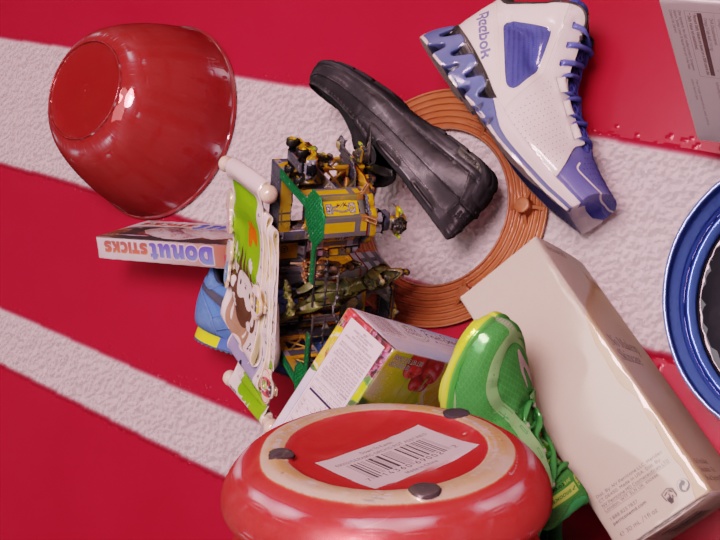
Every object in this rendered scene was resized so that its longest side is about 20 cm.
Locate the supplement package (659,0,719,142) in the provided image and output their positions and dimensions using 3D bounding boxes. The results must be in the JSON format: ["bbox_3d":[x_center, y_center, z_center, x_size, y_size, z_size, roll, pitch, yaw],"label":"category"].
[{"bbox_3d":[0.308,-0.165,0.609,0.199,0.151,0.153,15,71,34],"label":"supplement package"}]

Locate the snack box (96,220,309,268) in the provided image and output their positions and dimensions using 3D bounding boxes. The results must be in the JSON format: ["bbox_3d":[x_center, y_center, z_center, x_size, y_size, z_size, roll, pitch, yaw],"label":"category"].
[{"bbox_3d":[-0.146,-0.024,0.941,0.198,0.072,0.025,4,106,33],"label":"snack box"}]

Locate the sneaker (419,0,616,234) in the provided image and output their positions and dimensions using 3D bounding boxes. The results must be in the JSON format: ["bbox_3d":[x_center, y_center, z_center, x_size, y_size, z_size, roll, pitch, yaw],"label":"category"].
[{"bbox_3d":[0.140,-0.137,0.768,0.115,0.081,0.200,-37,68,8],"label":"sneaker"}]

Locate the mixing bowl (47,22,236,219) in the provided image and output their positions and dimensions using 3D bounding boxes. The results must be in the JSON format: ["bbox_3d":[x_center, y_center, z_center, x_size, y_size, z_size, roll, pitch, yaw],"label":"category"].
[{"bbox_3d":[-0.230,-0.159,1.003,0.199,0.108,0.202,-7,77,32],"label":"mixing bowl"}]

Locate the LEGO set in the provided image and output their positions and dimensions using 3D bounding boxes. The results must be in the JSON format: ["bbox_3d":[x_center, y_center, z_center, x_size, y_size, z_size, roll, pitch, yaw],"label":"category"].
[{"bbox_3d":[0.000,0.000,0.768,0.154,0.115,0.202,-141,50,-61],"label":"LEGO set"}]

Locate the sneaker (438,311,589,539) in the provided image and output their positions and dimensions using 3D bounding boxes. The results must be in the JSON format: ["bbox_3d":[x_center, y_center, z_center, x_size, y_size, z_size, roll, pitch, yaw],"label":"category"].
[{"bbox_3d":[0.103,0.119,0.644,0.083,0.074,0.202,5,113,42],"label":"sneaker"}]

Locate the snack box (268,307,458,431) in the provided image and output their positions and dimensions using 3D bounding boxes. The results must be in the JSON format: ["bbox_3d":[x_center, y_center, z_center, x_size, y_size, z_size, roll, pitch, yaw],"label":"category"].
[{"bbox_3d":[0.023,0.112,0.727,0.053,0.199,0.143,41,103,34],"label":"snack box"}]

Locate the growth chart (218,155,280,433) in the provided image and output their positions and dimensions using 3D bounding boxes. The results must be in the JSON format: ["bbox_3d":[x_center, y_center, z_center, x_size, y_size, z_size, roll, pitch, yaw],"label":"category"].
[{"bbox_3d":[-0.088,0.013,0.808,0.144,0.018,0.202,-161,70,-65],"label":"growth chart"}]

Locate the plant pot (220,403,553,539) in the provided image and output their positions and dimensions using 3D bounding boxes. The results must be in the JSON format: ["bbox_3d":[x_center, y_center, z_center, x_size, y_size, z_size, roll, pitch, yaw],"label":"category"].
[{"bbox_3d":[0.013,0.180,0.567,0.199,0.200,0.185,6,104,33],"label":"plant pot"}]

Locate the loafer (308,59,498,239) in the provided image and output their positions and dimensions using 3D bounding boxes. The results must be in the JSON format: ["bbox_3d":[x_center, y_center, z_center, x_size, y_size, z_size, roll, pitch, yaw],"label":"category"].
[{"bbox_3d":[0.022,-0.102,0.829,0.200,0.068,0.071,42,95,28],"label":"loafer"}]

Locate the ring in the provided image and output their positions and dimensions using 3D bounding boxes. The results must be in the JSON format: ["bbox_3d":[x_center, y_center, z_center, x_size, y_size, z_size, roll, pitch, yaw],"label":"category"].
[{"bbox_3d":[0.059,-0.054,0.848,0.199,0.019,0.203,-7,77,31],"label":"ring"}]

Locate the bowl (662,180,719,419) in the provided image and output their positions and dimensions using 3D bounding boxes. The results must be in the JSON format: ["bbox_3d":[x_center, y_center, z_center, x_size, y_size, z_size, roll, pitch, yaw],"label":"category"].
[{"bbox_3d":[0.298,0.019,0.666,0.199,0.039,0.203,-7,77,32],"label":"bowl"}]

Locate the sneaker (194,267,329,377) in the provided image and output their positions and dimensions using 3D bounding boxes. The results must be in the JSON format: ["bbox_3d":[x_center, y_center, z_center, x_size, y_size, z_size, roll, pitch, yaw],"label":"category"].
[{"bbox_3d":[-0.065,0.041,0.875,0.199,0.066,0.079,16,100,36],"label":"sneaker"}]

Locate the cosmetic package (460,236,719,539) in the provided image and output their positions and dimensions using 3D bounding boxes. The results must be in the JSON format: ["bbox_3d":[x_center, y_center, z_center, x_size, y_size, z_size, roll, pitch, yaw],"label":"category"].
[{"bbox_3d":[0.163,0.083,0.703,0.073,0.103,0.201,-39,64,19],"label":"cosmetic package"}]
